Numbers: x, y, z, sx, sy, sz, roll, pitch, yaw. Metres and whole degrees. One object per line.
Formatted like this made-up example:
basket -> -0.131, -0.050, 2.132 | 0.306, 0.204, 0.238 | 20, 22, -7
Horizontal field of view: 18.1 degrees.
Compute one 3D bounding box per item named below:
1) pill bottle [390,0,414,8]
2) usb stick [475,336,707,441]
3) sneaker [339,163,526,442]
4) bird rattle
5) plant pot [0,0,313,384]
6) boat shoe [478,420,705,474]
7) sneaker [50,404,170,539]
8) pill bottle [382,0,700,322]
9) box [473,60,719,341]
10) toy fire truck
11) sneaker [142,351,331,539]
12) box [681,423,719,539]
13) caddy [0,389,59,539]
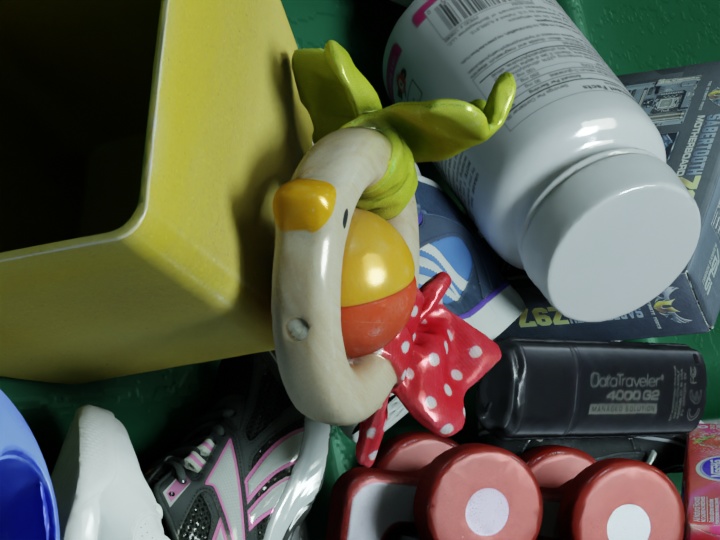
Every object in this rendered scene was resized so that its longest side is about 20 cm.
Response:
pill bottle -> 0.012, -0.218, 1.299 | 0.199, 0.109, 0.110 | 18, 61, -44
usb stick -> 0.132, 0.066, 1.261 | 0.199, 0.032, 0.056 | 4, 91, -50
sneaker -> 0.000, 0.000, 1.199 | 0.147, 0.081, 0.200 | 50, 28, 5
bird rattle -> -0.004, 0.002, 1.009 | 0.163, 0.112, 0.201 | -40, 141, -60
plant pot -> -0.122, -0.051, 1.020 | 0.176, 0.199, 0.201 | 40, 46, -50
boat shoe -> 0.142, 0.115, 1.342 | 0.199, 0.073, 0.069 | 13, 73, -53
sneaker -> -0.096, 0.147, 1.004 | 0.088, 0.075, 0.201 | 11, 40, -21
pill bottle -> 0.100, -0.071, 1.262 | 0.113, 0.114, 0.200 | 22, 27, -42
box -> 0.154, -0.041, 1.350 | 0.051, 0.157, 0.201 | 60, 38, -33
toy fire truck -> 0.076, 0.176, 1.199 | 0.199, 0.112, 0.169 | 7, 88, -19
sneaker -> -0.074, 0.111, 1.093 | 0.086, 0.080, 0.201 | 28, 48, -26
box -> 0.226, 0.160, 1.267 | 0.200, 0.095, 0.101 | -56, 148, -75
caddy -> -0.204, 0.121, 0.908 | 0.142, 0.105, 0.200 | 54, 42, -18
